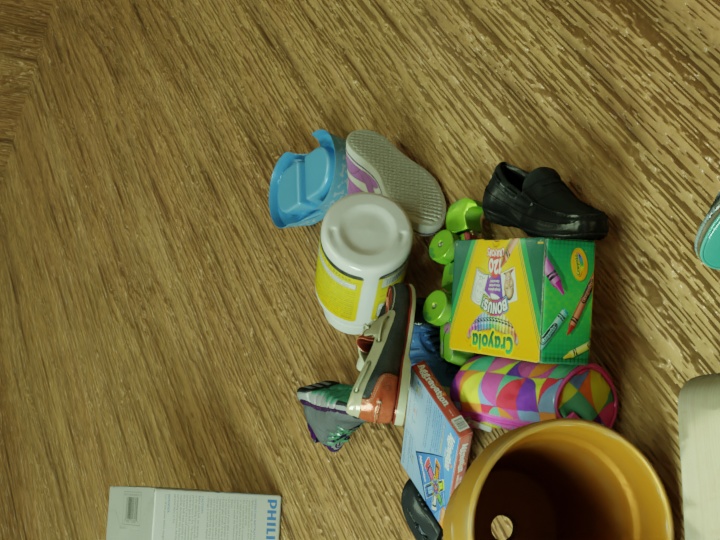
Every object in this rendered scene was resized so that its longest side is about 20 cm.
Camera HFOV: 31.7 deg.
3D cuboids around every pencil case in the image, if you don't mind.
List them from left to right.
[{"bbox_3d":[0.173,0.133,1.303,0.200,0.088,0.089,-7,78,60],"label":"pencil case"}]

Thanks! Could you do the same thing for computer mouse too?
[{"bbox_3d":[0.083,0.327,1.467,0.059,0.034,0.201,-55,40,38],"label":"computer mouse"}]

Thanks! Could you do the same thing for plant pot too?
[{"bbox_3d":[0.166,0.247,1.207,0.183,0.199,0.201,145,127,-72],"label":"plant pot"}]

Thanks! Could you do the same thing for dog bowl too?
[{"bbox_3d":[-0.065,-0.126,1.802,0.200,0.049,0.112,-26,62,55],"label":"dog bowl"}]

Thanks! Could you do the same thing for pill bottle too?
[{"bbox_3d":[0.000,0.000,1.557,0.200,0.111,0.112,101,161,-60],"label":"pill bottle"}]

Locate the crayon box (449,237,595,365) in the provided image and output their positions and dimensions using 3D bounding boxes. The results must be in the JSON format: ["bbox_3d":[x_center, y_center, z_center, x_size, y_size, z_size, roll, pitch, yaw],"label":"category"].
[{"bbox_3d":[0.159,0.029,1.280,0.200,0.058,0.119,-179,92,-68],"label":"crayon box"}]

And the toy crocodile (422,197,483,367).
[{"bbox_3d":[0.116,0.014,1.419,0.062,0.067,0.201,-26,48,44],"label":"toy crocodile"}]

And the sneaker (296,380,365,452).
[{"bbox_3d":[-0.018,0.196,1.653,0.200,0.074,0.088,-178,78,-67],"label":"sneaker"}]

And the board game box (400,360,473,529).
[{"bbox_3d":[0.082,0.197,1.408,0.103,0.019,0.200,57,158,33],"label":"board game box"}]

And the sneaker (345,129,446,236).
[{"bbox_3d":[0.044,-0.082,1.605,0.201,0.072,0.115,-126,31,-43],"label":"sneaker"}]

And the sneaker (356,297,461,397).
[{"bbox_3d":[0.085,0.090,1.469,0.200,0.077,0.112,17,87,49],"label":"sneaker"}]

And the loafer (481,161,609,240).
[{"bbox_3d":[0.190,-0.073,1.330,0.200,0.068,0.071,-153,64,-62],"label":"loafer"}]

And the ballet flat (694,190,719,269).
[{"bbox_3d":[0.354,-0.082,1.068,0.200,0.074,0.074,-52,42,39],"label":"ballet flat"}]

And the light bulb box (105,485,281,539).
[{"bbox_3d":[-0.247,0.384,1.859,0.198,0.199,0.126,-14,71,58],"label":"light bulb box"}]

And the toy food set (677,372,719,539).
[{"bbox_3d":[0.341,0.177,1.042,0.143,0.060,0.201,-13,74,46],"label":"toy food set"}]

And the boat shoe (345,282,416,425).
[{"bbox_3d":[0.025,0.085,1.386,0.201,0.062,0.071,-81,-2,-46],"label":"boat shoe"}]
